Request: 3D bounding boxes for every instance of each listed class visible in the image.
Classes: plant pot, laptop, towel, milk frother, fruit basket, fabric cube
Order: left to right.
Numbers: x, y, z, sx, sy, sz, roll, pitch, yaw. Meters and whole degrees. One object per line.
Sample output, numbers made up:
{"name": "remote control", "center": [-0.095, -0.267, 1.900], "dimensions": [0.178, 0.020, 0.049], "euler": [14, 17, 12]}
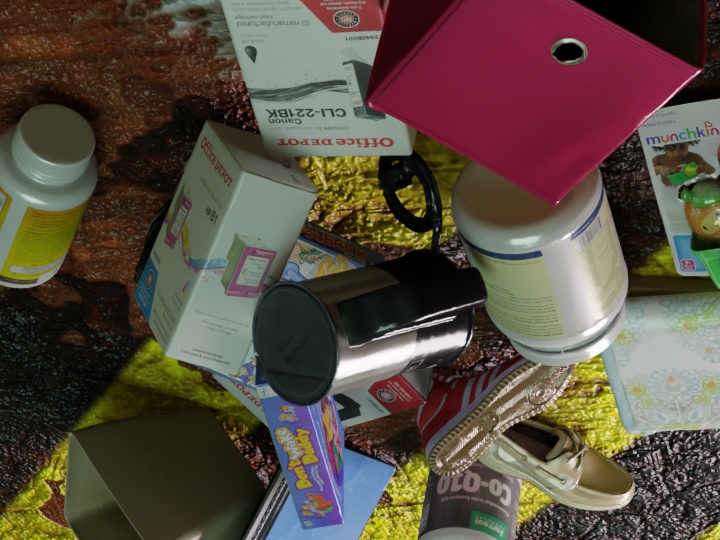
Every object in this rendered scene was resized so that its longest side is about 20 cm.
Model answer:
{"name": "plant pot", "center": [-0.226, 0.283, 2.042], "dimensions": [0.177, 0.200, 0.200], "euler": [-23, 149, -28]}
{"name": "laptop", "center": [-0.062, 0.301, 2.012], "dimensions": [0.116, 0.200, 0.188], "euler": [28, 97, 6]}
{"name": "milk frother", "center": [0.000, 0.000, 1.602], "dimensions": [0.188, 0.200, 0.181], "euler": [-13, 155, -44]}
{"name": "fabric cube", "center": [0.146, -0.213, 1.398], "dimensions": [0.196, 0.200, 0.199], "euler": [27, 138, -18]}
{"name": "towel", "center": [0.342, 0.096, 1.786], "dimensions": [0.171, 0.048, 0.200], "euler": [-7, 135, 18]}
{"name": "fruit basket", "center": [0.364, -0.075, 1.584], "dimensions": [0.185, 0.094, 0.200], "euler": [-6, 133, 21]}

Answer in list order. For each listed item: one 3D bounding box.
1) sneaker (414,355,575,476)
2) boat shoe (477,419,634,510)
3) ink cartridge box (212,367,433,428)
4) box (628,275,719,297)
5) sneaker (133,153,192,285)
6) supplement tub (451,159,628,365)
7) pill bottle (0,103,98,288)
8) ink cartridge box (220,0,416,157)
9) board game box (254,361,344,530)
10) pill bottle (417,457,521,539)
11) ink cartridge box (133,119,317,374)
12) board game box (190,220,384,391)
{"name": "sneaker", "center": [0.142, 0.131, 1.905], "dimensions": [0.200, 0.113, 0.071], "euler": [-39, 121, 8]}
{"name": "boat shoe", "center": [0.228, 0.216, 1.967], "dimensions": [0.200, 0.072, 0.065], "euler": [22, 140, -3]}
{"name": "ink cartridge box", "center": [-0.040, 0.102, 1.893], "dimensions": [0.200, 0.083, 0.146], "euler": [-20, 130, 32]}
{"name": "box", "center": [0.381, 0.070, 1.797], "dimensions": [0.199, 0.021, 0.164], "euler": [4, 138, 12]}
{"name": "sneaker", "center": [-0.169, -0.040, 1.741], "dimensions": [0.073, 0.112, 0.200], "euler": [25, 138, -15]}
{"name": "supplement tub", "center": [0.178, -0.017, 1.654], "dimensions": [0.145, 0.145, 0.200], "euler": [-4, 137, 19]}
{"name": "pill bottle", "center": [-0.333, -0.078, 1.742], "dimensions": [0.109, 0.109, 0.200], "euler": [22, 139, -11]}
{"name": "ink cartridge box", "center": [-0.031, -0.199, 1.546], "dimensions": [0.144, 0.084, 0.200], "euler": [0, 139, 14]}
{"name": "board game box", "center": [-0.059, 0.142, 1.721], "dimensions": [0.045, 0.135, 0.200], "euler": [-10, 126, 7]}
{"name": "pill bottle", "center": [0.125, 0.298, 1.984], "dimensions": [0.113, 0.200, 0.113], "euler": [7, 140, 6]}
{"name": "ink cartridge box", "center": [-0.132, -0.025, 1.640], "dimensions": [0.084, 0.145, 0.200], "euler": [18, 106, -27]}
{"name": "board game box", "center": [-0.081, 0.038, 1.750], "dimensions": [0.135, 0.035, 0.200], "euler": [24, 123, -17]}
